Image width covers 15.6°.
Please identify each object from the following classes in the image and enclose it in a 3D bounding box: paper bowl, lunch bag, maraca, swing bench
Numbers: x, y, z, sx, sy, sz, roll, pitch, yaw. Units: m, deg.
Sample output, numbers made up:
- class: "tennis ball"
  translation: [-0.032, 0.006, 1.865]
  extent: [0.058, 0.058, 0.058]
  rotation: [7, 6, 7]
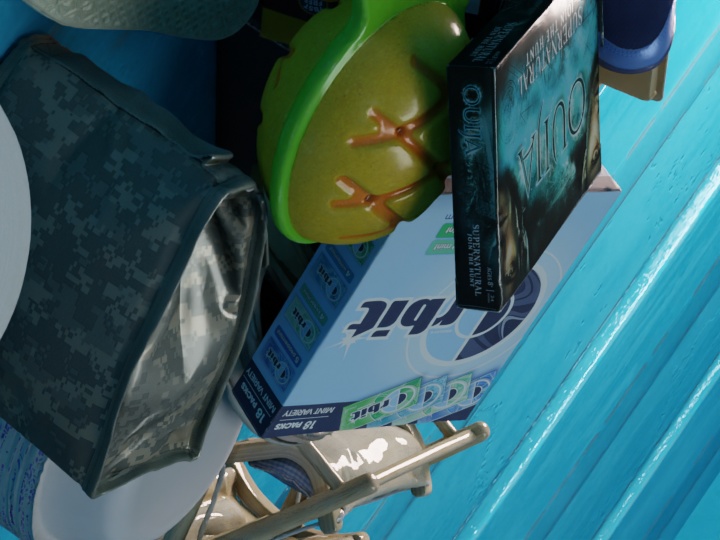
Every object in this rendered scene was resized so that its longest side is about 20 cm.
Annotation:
- class: "paper bowl"
  translation: [-0.148, 0.093, 1.658]
  extent: [0.201, 0.104, 0.201]
  rotation: [-46, 157, -26]
- class: "lunch bag"
  translation: [-0.141, -0.011, 1.435]
  extent: [0.117, 0.164, 0.201]
  rotation: [-19, 138, -51]
- class: "maraca"
  translation: [0.011, -0.099, 1.376]
  extent: [0.137, 0.107, 0.201]
  rotation: [-21, 140, -53]
- class: "swing bench"
  translation: [-0.048, 0.146, 1.857]
  extent: [0.200, 0.130, 0.199]
  rotation: [-46, 166, 25]

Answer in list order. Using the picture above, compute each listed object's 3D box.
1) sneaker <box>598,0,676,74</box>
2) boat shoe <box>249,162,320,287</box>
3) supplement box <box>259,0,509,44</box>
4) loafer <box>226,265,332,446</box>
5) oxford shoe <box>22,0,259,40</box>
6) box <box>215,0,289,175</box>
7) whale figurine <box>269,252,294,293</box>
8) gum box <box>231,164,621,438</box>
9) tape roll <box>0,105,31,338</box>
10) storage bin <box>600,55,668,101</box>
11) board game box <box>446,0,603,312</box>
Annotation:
- class: "sneaker"
  translation: [0.150, -0.216, 1.530]
  extent: [0.082, 0.073, 0.202]
  rotation: [155, -69, -81]
- class: "boat shoe"
  translation: [0.000, -0.001, 1.623]
  extent: [0.201, 0.066, 0.072]
  rotation: [53, 31, -43]
- class: "supplement box"
  translation: [0.038, -0.249, 1.462]
  extent: [0.201, 0.132, 0.198]
  rotation: [99, 7, -47]
- class: "loafer"
  translation: [-0.050, 0.052, 1.619]
  extent: [0.200, 0.062, 0.072]
  rotation: [52, 44, -51]
- class: "oxford shoe"
  translation: [-0.133, -0.168, 1.395]
  extent: [0.199, 0.058, 0.075]
  rotation: [10, 118, -53]
- class: "box"
  translation: [0.007, -0.150, 1.664]
  extent: [0.200, 0.104, 0.149]
  rotation: [-44, 156, -32]
- class: "whale figurine"
  translation: [-0.001, -0.030, 1.761]
  extent: [0.199, 0.159, 0.104]
  rotation: [-29, 133, -22]
- class: "gum box"
  translation: [0.038, 0.012, 1.563]
  extent: [0.169, 0.045, 0.201]
  rotation: [-3, 136, -41]
- class: "tape roll"
  translation: [-0.245, -0.018, 1.232]
  extent: [0.202, 0.037, 0.204]
  rotation: [-10, 105, -42]
- class: "storage bin"
  translation: [0.104, -0.114, 1.657]
  extent: [0.200, 0.093, 0.199]
  rotation: [-48, 157, -25]
- class: "board game box"
  translation: [0.092, -0.079, 1.420]
  extent: [0.200, 0.028, 0.136]
  rotation: [-49, 140, -58]
